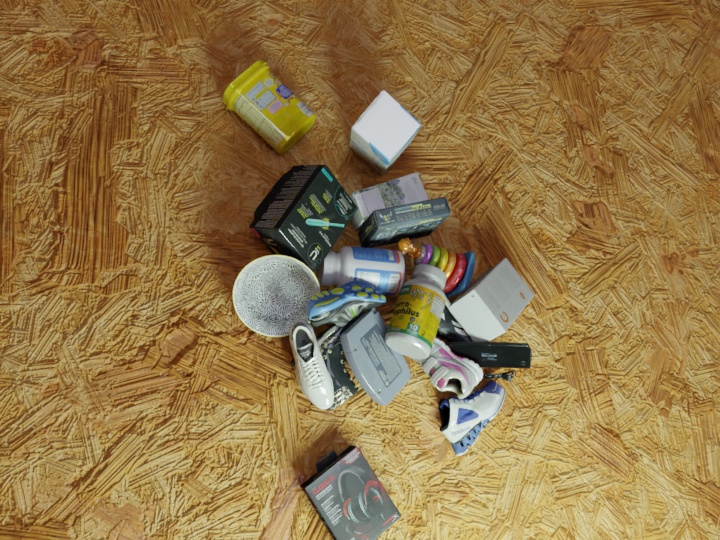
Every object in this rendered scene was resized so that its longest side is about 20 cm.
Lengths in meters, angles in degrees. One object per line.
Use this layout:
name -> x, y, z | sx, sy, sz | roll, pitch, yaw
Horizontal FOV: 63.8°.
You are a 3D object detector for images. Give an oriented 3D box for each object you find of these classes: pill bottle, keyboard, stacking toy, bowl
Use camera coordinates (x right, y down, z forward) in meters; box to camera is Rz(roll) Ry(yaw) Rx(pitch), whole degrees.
pill bottle -> 0.000, 0.000, 1.403 | 0.196, 0.112, 0.115 | 5, 73, -14
keyboard -> 0.313, 0.219, 1.403 | 0.196, 0.129, 0.021 | 0, 35, 16
stacking toy -> 0.175, -0.024, 1.442 | 0.197, 0.109, 0.118 | 26, 68, -17
pill bottle -> 0.137, 0.093, 1.358 | 0.111, 0.113, 0.203 | 24, 67, -7
bowl -> -0.191, 0.041, 1.331 | 0.196, 0.095, 0.205 | -3, 113, -6

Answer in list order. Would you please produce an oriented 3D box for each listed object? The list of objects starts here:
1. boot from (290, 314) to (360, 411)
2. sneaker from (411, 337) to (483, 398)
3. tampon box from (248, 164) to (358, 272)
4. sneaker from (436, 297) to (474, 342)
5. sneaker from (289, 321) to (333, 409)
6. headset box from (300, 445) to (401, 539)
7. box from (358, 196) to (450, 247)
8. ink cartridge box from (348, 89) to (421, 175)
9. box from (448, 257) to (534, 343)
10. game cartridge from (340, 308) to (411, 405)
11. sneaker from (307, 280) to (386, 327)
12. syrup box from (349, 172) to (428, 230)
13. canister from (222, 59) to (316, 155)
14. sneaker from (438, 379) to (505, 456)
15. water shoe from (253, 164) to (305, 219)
boot -> -0.046, 0.210, 1.355 | 0.203, 0.073, 0.155 | -37, 90, -20
sneaker -> 0.192, 0.232, 1.379 | 0.197, 0.082, 0.088 | 26, 43, 11
tampon box -> -0.132, -0.125, 1.360 | 0.150, 0.125, 0.202 | 51, 62, -36
sneaker -> 0.208, 0.161, 1.442 | 0.111, 0.073, 0.201 | -35, 83, -13
sneaker -> -0.110, 0.210, 1.264 | 0.075, 0.080, 0.203 | -21, 90, -10
headset box -> -0.028, 0.497, 1.272 | 0.147, 0.075, 0.202 | -32, 85, -20
box -> 0.106, -0.117, 1.441 | 0.196, 0.158, 0.052 | -13, 78, -17
ink cartridge box -> 0.057, -0.342, 1.482 | 0.128, 0.200, 0.126 | 41, 86, -1
box -> 0.328, 0.076, 1.439 | 0.125, 0.097, 0.199 | 52, 43, 3
game cartridge -> 0.034, 0.204, 1.351 | 0.133, 0.041, 0.202 | -37, 105, -33
sneaker -> -0.033, 0.080, 1.320 | 0.197, 0.084, 0.071 | -14, 44, -28
syrup box -> 0.068, -0.178, 1.488 | 0.197, 0.081, 0.080 | -20, 82, -20
canister -> -0.229, -0.412, 1.474 | 0.200, 0.087, 0.149 | 43, 69, -1
sneaker -> 0.256, 0.330, 1.394 | 0.115, 0.081, 0.200 | 43, 70, -2
water shoe -> -0.186, -0.176, 1.438 | 0.079, 0.071, 0.201 | 49, 64, -27
